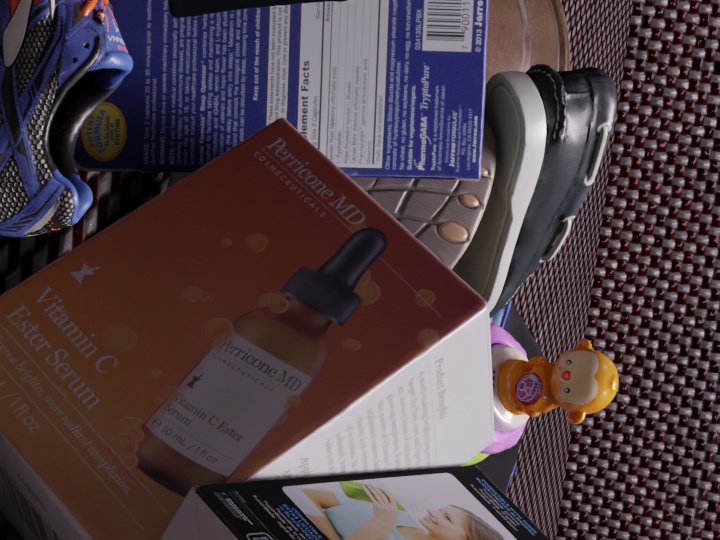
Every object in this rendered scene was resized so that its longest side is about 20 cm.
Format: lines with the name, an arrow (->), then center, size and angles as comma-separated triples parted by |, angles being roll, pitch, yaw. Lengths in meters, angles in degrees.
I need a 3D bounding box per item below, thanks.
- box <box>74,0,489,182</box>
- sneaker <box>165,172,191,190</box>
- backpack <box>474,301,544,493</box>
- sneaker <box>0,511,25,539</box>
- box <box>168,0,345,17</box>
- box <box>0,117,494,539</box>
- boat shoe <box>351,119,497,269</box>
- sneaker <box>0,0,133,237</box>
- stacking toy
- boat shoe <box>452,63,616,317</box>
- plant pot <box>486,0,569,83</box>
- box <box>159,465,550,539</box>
box -> -0.039, -0.106, 1.028 | 0.032, 0.198, 0.122 | -128, -140, -76
sneaker -> -0.101, 0.020, 1.114 | 0.077, 0.080, 0.201 | 72, 19, -61
backpack -> -0.002, 0.086, 1.362 | 0.135, 0.199, 0.183 | 60, 43, -47
sneaker -> -0.167, 0.173, 0.954 | 0.200, 0.075, 0.071 | -60, 157, -56
box -> -0.045, -0.251, 0.928 | 0.197, 0.117, 0.201 | 77, 9, -60
box -> -0.062, 0.055, 0.958 | 0.200, 0.152, 0.107 | -35, 147, -21
boat shoe -> 0.000, 0.000, 1.107 | 0.201, 0.076, 0.072 | -55, -176, 6
sneaker -> -0.127, -0.105, 0.890 | 0.075, 0.078, 0.201 | 17, 85, -77
stacking toy -> 0.053, 0.067, 1.160 | 0.109, 0.199, 0.117 | 27, 65, -44
boat shoe -> 0.089, -0.035, 1.148 | 0.200, 0.060, 0.076 | 110, -33, -59
plant pot -> -0.007, -0.126, 1.168 | 0.198, 0.199, 0.202 | 9, 92, -70
box -> -0.015, 0.149, 0.916 | 0.199, 0.060, 0.117 | 2, 124, -52
